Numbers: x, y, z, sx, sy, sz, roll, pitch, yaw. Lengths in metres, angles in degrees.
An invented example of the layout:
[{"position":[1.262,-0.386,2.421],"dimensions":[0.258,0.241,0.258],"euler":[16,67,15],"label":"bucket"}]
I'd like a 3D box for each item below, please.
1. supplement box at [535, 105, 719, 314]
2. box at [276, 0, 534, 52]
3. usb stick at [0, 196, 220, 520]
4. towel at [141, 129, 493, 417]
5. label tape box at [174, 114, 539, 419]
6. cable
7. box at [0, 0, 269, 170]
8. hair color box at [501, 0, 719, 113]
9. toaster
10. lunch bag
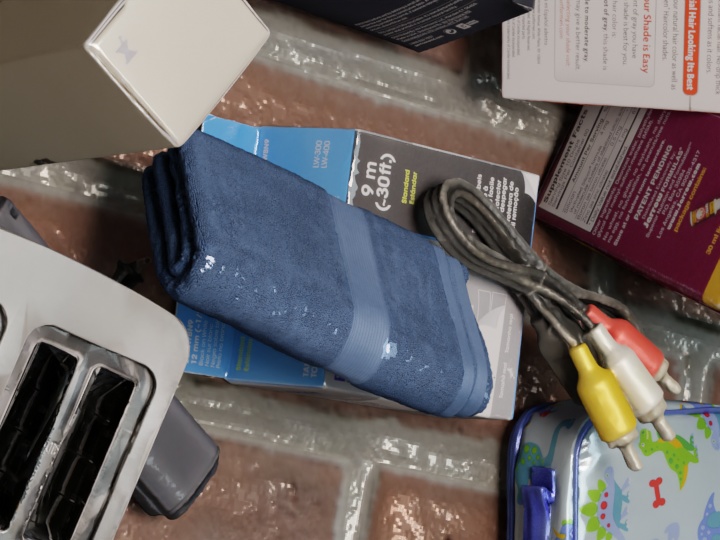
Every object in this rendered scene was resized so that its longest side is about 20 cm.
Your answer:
[{"position":[0.214,-0.029,1.365],"dimensions":[0.130,0.200,0.104],"euler":[24,94,-32],"label":"supplement box"},{"position":[0.001,-0.246,1.269],"dimensions":[0.181,0.104,0.202],"euler":[16,72,-35],"label":"box"},{"position":[-0.145,0.046,1.218],"dimensions":[0.056,0.033,0.200],"euler":[-49,115,-24],"label":"usb stick"},{"position":[-0.022,0.007,1.197],"dimensions":[0.199,0.049,0.112],"euler":[26,35,-33],"label":"towel"},{"position":[0.000,0.000,1.304],"dimensions":[0.199,0.066,0.144],"euler":[12,83,-37],"label":"label tape box"},{"position":[0.115,0.014,1.316],"dimensions":[0.200,0.050,0.097],"euler":[54,41,-20],"label":"cable"},{"position":[-0.137,-0.101,1.122],"dimensions":[0.068,0.199,0.082],"euler":[49,64,-25],"label":"box"},{"position":[0.182,-0.149,1.317],"dimensions":[0.064,0.198,0.112],"euler":[-44,137,-63],"label":"hair color box"},{"position":[-0.193,0.057,1.108],"dimensions":[0.180,0.118,0.201],"euler":[26,85,-29],"label":"toaster"},{"position":[0.158,0.175,1.406],"dimensions":[0.160,0.082,0.202],"euler":[0,90,-37],"label":"lunch bag"}]
